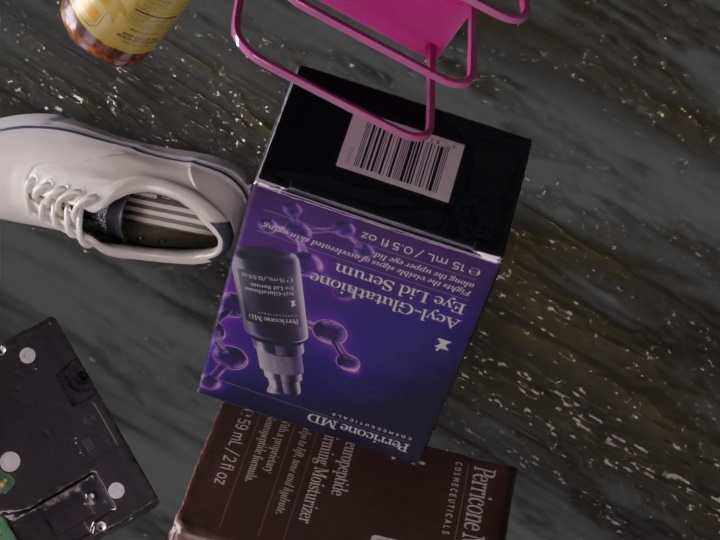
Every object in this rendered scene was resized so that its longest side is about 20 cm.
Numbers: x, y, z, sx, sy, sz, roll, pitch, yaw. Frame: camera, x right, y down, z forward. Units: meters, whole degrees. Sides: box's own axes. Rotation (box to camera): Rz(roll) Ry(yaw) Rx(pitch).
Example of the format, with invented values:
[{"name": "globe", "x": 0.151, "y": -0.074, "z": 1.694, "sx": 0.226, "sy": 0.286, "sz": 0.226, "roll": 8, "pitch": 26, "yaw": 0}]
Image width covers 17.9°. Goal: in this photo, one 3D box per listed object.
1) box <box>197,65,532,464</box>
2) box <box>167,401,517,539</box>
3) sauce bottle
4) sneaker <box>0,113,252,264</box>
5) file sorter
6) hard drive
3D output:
[{"name": "box", "x": 0.000, "y": 0.000, "z": 1.342, "sx": 0.148, "sy": 0.104, "sz": 0.200, "roll": 17, "pitch": 137, "yaw": 0}, {"name": "box", "x": -0.020, "y": 0.207, "z": 1.447, "sx": 0.200, "sy": 0.166, "sz": 0.164, "roll": 13, "pitch": 117, "yaw": 2}, {"name": "sauce bottle", "x": -0.099, "y": -0.201, "z": 1.296, "sx": 0.066, "sy": 0.066, "sz": 0.200, "roll": 35, "pitch": 125, "yaw": -9}, {"name": "sneaker", "x": -0.166, "y": -0.048, "z": 1.395, "sx": 0.200, "sy": 0.071, "sz": 0.073, "roll": 6, "pitch": 118, "yaw": 7}, {"name": "file sorter", "x": 0.034, "y": -0.190, "z": 1.237, "sx": 0.139, "sy": 0.126, "sz": 0.200, "roll": 26, "pitch": 124, "yaw": -17}, {"name": "hard drive", "x": -0.246, "y": 0.138, "z": 1.448, "sx": 0.200, "sy": 0.038, "sz": 0.140, "roll": -31, "pitch": 81, "yaw": -7}]
